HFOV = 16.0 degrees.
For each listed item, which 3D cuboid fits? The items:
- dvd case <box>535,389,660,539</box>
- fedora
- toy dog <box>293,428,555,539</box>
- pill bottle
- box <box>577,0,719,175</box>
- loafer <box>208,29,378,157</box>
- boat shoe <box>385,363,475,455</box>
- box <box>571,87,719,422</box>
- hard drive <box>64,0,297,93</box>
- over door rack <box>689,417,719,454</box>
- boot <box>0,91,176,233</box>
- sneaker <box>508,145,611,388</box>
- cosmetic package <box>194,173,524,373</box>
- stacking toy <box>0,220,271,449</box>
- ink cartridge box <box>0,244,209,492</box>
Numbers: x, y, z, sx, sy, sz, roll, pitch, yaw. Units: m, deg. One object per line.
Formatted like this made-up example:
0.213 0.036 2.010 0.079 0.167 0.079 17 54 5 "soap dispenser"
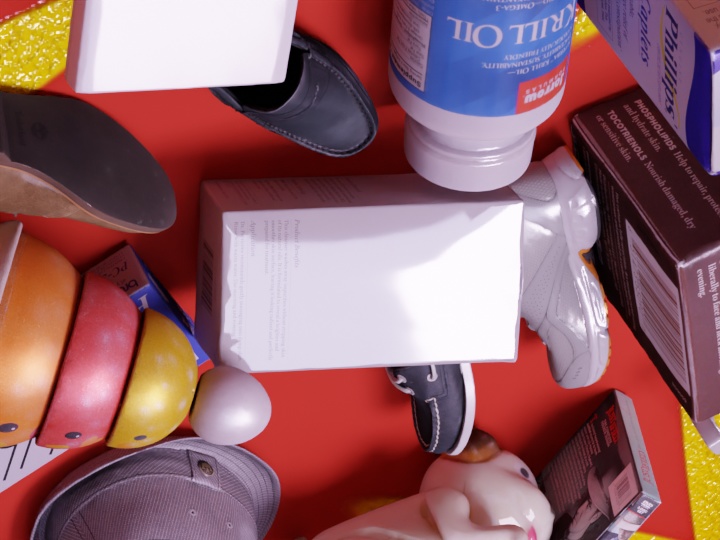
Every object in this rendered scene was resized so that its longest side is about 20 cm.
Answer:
0.144 0.199 1.901 0.022 0.146 0.200 30 112 -18 "dvd case"
-0.132 0.205 1.791 0.177 0.090 0.200 -43 136 13 "fedora"
0.055 0.210 1.855 0.200 0.194 0.140 -38 116 -26 "toy dog"
0.075 -0.150 1.560 0.112 0.112 0.200 -13 134 -18 "pill bottle"
0.248 -0.177 1.563 0.184 0.200 0.105 -18 136 -13 "box"
-0.055 -0.117 1.550 0.068 0.070 0.201 -42 136 13 "loafer"
0.041 0.046 1.757 0.060 0.076 0.200 -13 122 -19 "boat shoe"
0.271 -0.036 1.733 0.200 0.164 0.166 -22 136 -9 "box"
-0.089 -0.196 1.415 0.132 0.027 0.200 -5 120 -28 "hard drive"
0.326 0.090 1.939 0.148 0.067 0.200 -36 157 6 "over door rack"
-0.202 -0.061 1.539 0.200 0.074 0.075 20 138 -37 "boot"
0.117 0.005 1.765 0.092 0.076 0.200 -15 128 -5 "sneaker"
0.000 0.000 1.634 0.200 0.081 0.113 -1 107 -15 "cosmetic package"
-0.150 0.062 1.556 0.200 0.146 0.146 16 124 -7 "stacking toy"
-0.206 0.073 1.663 0.200 0.044 0.094 -33 139 3 "ink cartridge box"
